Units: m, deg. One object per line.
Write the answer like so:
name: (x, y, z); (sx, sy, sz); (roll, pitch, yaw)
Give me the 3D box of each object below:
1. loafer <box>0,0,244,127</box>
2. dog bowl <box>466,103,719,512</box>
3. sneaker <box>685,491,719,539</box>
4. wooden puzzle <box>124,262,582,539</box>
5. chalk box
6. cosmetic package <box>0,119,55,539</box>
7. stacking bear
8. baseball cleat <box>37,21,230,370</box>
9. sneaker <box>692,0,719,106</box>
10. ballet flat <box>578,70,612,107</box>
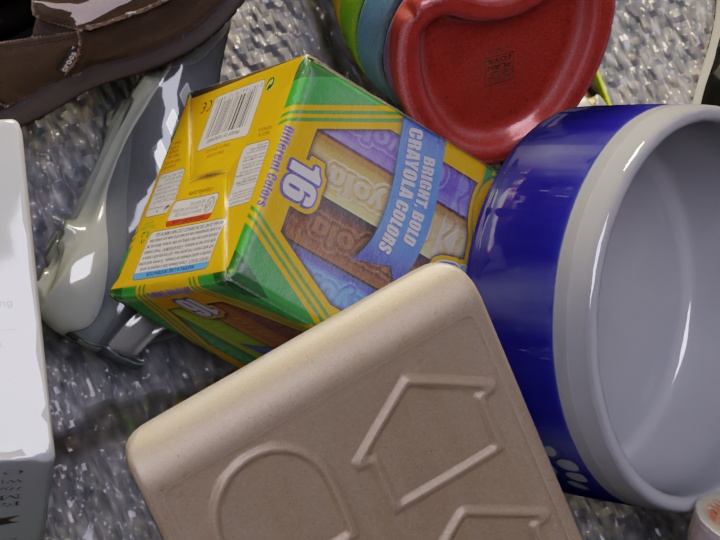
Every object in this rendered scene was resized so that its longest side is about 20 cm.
loafer: (-0.140, -0.136, 1.332); (0.199, 0.071, 0.073); (-29, 36, 8)
dog bowl: (0.140, 0.017, 1.300); (0.079, 0.200, 0.201); (5, 65, 39)
sneaker: (0.244, 0.161, 1.311); (0.199, 0.080, 0.071); (8, 28, -21)
wooden puzzle: (0.004, 0.122, 1.225); (0.185, 0.046, 0.201); (-29, 105, -16)
chalk box: (0.000, 0.000, 1.306); (0.200, 0.124, 0.124); (30, 69, -26)
cosmetic package: (-0.236, 0.043, 1.236); (0.164, 0.200, 0.166); (-6, 73, -10)
stacking bear: (0.032, -0.153, 1.359); (0.121, 0.114, 0.200); (-17, 41, -19)
baseball cleat: (-0.097, -0.042, 1.363); (0.106, 0.070, 0.201); (31, 73, -14)
sneaker: (0.225, -0.118, 1.409); (0.075, 0.088, 0.201); (5, 73, -6)
ballet flat: (0.104, -0.095, 1.396); (0.066, 0.067, 0.201); (-14, 76, -13)
